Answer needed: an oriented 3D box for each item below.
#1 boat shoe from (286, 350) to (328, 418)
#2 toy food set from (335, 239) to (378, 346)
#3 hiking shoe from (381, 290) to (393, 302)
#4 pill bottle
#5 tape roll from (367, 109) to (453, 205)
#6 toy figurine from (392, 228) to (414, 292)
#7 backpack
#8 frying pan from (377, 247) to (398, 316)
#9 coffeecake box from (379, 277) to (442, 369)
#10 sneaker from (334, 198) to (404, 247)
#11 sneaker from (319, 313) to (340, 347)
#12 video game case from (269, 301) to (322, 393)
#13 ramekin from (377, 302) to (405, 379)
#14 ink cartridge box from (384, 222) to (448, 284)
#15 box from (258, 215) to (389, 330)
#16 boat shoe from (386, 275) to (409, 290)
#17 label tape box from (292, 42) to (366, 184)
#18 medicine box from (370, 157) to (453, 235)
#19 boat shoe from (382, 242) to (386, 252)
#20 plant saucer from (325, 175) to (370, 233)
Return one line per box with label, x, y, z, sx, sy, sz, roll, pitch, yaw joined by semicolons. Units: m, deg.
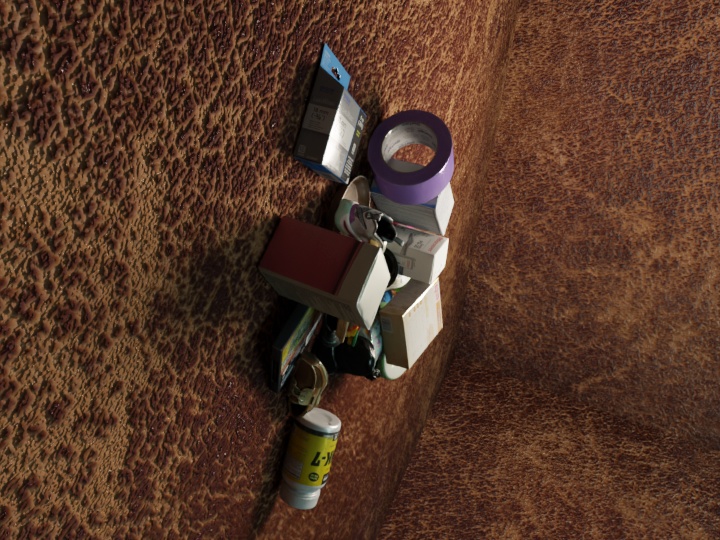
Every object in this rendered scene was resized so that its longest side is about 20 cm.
boat shoe;-0.120;0.256;1.179;0.074;0.075;0.203;-45;156;-37
toy food set;-0.011;0.049;1.116;0.199;0.047;0.205;108;-7;-65
hiking shoe;0.045;0.125;1.572;0.088;0.072;0.203;78;33;-57
pill bottle;-0.122;0.438;1.285;0.114;0.111;0.206;3;103;-71
tape roll;0.117;-0.262;1.270;0.085;0.195;0.204;64;46;-64
toy figurine;0.134;-0.070;1.630;0.203;0.145;0.188;-85;166;-49
backpack;-0.011;0.180;1.343;0.200;0.162;0.131;-31;130;-72
frying pan;0.057;0.027;1.401;0.195;0.112;0.031;68;18;-7
coffeecake box;0.135;0.127;1.412;0.199;0.071;0.158;-39;129;-46
sneaker;0.031;-0.073;1.160;0.200;0.136;0.080;49;60;-68
sneaker;-0.040;0.071;1.239;0.080;0.073;0.205;93;11;-68
video game case;-0.122;0.120;1.094;0.183;0.025;0.202;105;12;-53
ramekin;0.077;0.200;1.512;0.198;0.096;0.206;-28;126;-46
ink cartridge box;0.122;-0.053;1.454;0.146;0.195;0.085;-41;144;-58
box;-0.060;0.004;0.967;0.111;0.195;0.128;-65;161;-18
boat shoe;0.068;0.012;1.495;0.198;0.074;0.067;-21;120;-35
label tape box;-0.043;-0.278;0.997;0.144;0.062;0.206;15;91;-72
medicine box;0.137;-0.189;1.413;0.200;0.178;0.106;49;60;-69
boat shoe;0.000;0.000;1.357;0.067;0.071;0.205;-7;122;-51
plant saucer;-0.031;-0.112;1.217;0.200;0.034;0.206;17;89;-71
